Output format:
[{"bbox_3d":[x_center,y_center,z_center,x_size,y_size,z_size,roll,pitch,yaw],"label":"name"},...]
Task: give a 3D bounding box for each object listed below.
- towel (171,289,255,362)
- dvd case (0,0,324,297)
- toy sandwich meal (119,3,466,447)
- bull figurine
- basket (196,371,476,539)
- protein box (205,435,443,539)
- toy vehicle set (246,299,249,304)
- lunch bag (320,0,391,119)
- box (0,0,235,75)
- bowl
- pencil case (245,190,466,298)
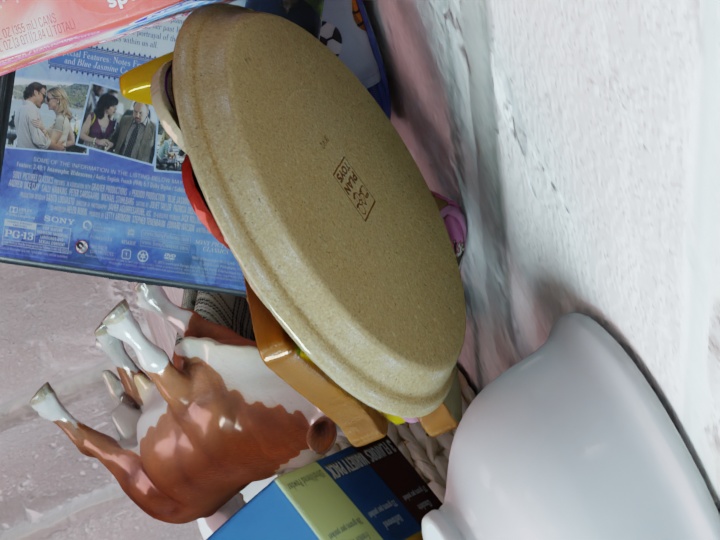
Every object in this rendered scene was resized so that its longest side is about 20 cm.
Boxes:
[{"bbox_3d":[-0.048,0.083,1.415,0.193,0.034,0.201,46,-144,-36],"label":"towel"},{"bbox_3d":[-0.087,-0.095,1.015,0.018,0.142,0.201,-177,95,-68],"label":"dvd case"},{"bbox_3d":[-0.027,-0.015,0.945,0.205,0.070,0.206,46,-154,-31],"label":"toy sandwich meal"},{"bbox_3d":[-0.074,0.062,1.097,0.121,0.065,0.200,43,142,-4],"label":"bull figurine"},{"bbox_3d":[0.008,0.164,1.256,0.198,0.160,0.201,-124,16,-53],"label":"basket"},{"bbox_3d":[-0.017,0.218,1.037,0.200,0.198,0.135,51,-161,10],"label":"protein box"},{"bbox_3d":[-0.061,-0.033,1.269,0.200,0.026,0.125,66,-175,-62],"label":"toy vehicle set"},{"bbox_3d":[-0.055,-0.161,1.141,0.160,0.075,0.201,-123,13,-61],"label":"lunch bag"},{"bbox_3d":[-0.090,-0.152,0.941,0.095,0.199,0.103,-176,69,-81],"label":"box"},{"bbox_3d":[0.083,0.125,0.937,0.201,0.090,0.202,159,90,-82],"label":"bowl"},{"bbox_3d":[-0.052,-0.025,1.093,0.199,0.087,0.083,23,170,15],"label":"pencil case"}]
